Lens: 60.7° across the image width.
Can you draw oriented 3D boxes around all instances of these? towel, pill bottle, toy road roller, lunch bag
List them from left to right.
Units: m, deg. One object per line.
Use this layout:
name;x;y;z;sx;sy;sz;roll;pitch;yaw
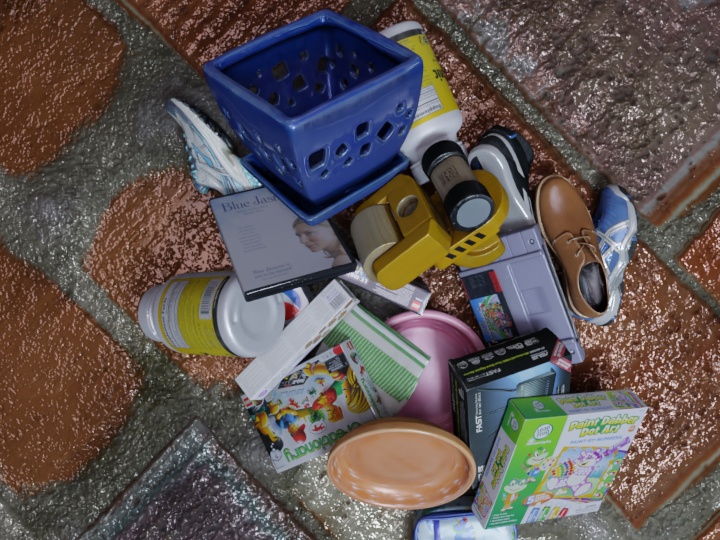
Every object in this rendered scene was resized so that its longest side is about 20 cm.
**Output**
pill bottle;-0.209;0.057;0.835;0.198;0.111;0.113;-2;94;36
towel;-0.004;0.161;0.869;0.152;0.023;0.201;35;112;17
pill bottle;0.074;-0.226;0.852;0.110;0.111;0.202;-25;93;3
toy road roller;0.101;-0.051;0.801;0.199;0.123;0.146;-35;133;16
lunch bag;0.153;0.440;0.903;0.159;0.082;0.202;-2;92;4

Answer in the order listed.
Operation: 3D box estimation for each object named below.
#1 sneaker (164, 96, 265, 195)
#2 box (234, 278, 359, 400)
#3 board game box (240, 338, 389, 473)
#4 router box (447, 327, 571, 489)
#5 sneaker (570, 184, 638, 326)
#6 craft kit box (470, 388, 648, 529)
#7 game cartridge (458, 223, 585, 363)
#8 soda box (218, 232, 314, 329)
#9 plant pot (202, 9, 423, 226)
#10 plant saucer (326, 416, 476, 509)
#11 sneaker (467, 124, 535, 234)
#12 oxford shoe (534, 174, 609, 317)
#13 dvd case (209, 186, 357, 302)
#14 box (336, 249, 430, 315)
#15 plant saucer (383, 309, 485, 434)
sneaker;-0.220;-0.159;0.882;0.086;0.078;0.200;-41;91;7
box;-0.086;0.095;0.842;0.200;0.039;0.041;-46;71;6
board game box;-0.068;0.195;0.873;0.199;0.035;0.127;-31;85;27
router box;0.202;0.190;0.836;0.148;0.062;0.202;-16;124;-9
sneaker;0.336;-0.024;0.872;0.076;0.076;0.202;9;92;-3
craft kit box;0.268;0.256;0.837;0.198;0.049;0.199;-1;116;-20
game cartridge;0.219;0.046;0.863;0.129;0.038;0.202;-18;101;31
soda box;-0.123;0.016;0.894;0.068;0.064;0.201;-29;91;4
plant pot;-0.053;-0.187;0.783;0.199;0.181;0.200;-33;52;-23
plant saucer;0.054;0.257;0.826;0.198;0.038;0.201;2;132;2
sneaker;0.224;-0.111;0.875;0.073;0.112;0.201;1;128;40
oxford shoe;0.289;-0.035;0.813;0.071;0.071;0.202;-20;89;2
dvd case;-0.105;-0.049;0.795;0.141;0.201;0.018;-16;135;-16
box;0.000;0.000;0.866;0.198;0.110;0.035;24;96;0
plant saucer;0.091;0.155;0.903;0.198;0.051;0.203;0;94;1
